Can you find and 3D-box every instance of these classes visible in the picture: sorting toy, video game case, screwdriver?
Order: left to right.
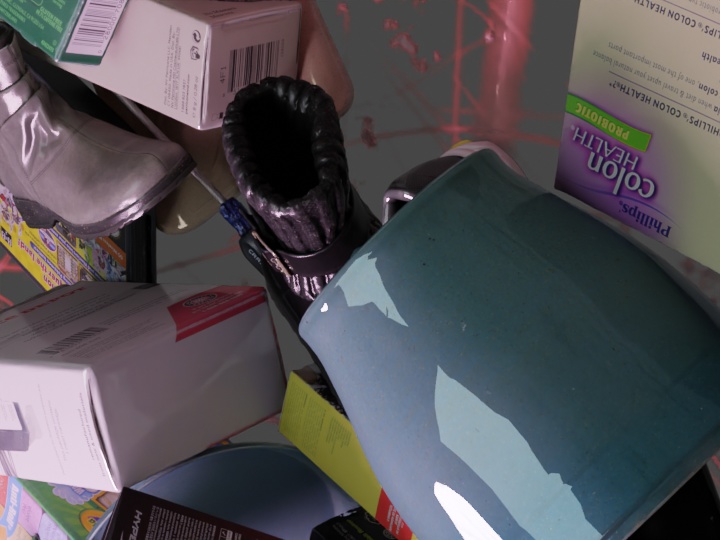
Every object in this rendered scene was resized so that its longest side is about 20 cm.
[{"bbox_3d":[-0.195,-0.050,1.674,0.200,0.025,0.181,42,141,40],"label":"video game case"},{"bbox_3d":[-0.095,-0.054,1.537,0.200,0.028,0.029,48,167,-6],"label":"screwdriver"},{"bbox_3d":[-0.095,-0.141,1.558,0.200,0.036,0.186,-32,78,45],"label":"sorting toy"}]

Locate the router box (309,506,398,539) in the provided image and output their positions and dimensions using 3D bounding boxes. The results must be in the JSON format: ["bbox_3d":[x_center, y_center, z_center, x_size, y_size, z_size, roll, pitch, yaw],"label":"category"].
[{"bbox_3d":[0.022,0.266,1.540,0.150,0.062,0.201,38,129,37],"label":"router box"}]

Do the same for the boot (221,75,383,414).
[{"bbox_3d":[-0.002,0.001,1.414,0.211,0.079,0.158,44,158,31],"label":"boot"}]

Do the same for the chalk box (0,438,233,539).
[{"bbox_3d":[-0.173,0.182,1.630,0.124,0.199,0.125,42,131,32],"label":"chalk box"}]

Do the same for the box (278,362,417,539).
[{"bbox_3d":[0.042,0.122,1.457,0.200,0.075,0.050,40,131,33],"label":"box"}]

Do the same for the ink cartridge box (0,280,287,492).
[{"bbox_3d":[-0.163,0.067,1.540,0.200,0.145,0.085,4,112,48],"label":"ink cartridge box"}]

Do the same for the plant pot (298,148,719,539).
[{"bbox_3d":[0.077,0.051,1.234,0.188,0.200,0.200,46,136,7],"label":"plant pot"}]

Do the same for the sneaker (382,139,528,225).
[{"bbox_3d":[0.082,0.017,1.362,0.200,0.084,0.075,50,137,25],"label":"sneaker"}]

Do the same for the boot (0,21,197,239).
[{"bbox_3d":[-0.190,-0.090,1.511,0.200,0.068,0.131,1,128,56],"label":"boot"}]

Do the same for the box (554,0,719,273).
[{"bbox_3d":[0.197,-0.106,1.175,0.176,0.096,0.201,30,124,40],"label":"box"}]

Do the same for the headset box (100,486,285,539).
[{"bbox_3d":[-0.072,0.228,1.461,0.199,0.075,0.149,19,130,-7],"label":"headset box"}]

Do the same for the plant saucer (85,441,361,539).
[{"bbox_3d":[-0.090,0.180,1.547,0.027,0.199,0.201,-123,38,-48],"label":"plant saucer"}]

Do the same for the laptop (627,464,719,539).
[{"bbox_3d":[0.140,0.221,1.345,0.187,0.116,0.201,-26,53,13],"label":"laptop"}]

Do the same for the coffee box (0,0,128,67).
[{"bbox_3d":[-0.161,-0.233,1.449,0.123,0.044,0.201,37,111,33],"label":"coffee box"}]

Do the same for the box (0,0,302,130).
[{"bbox_3d":[-0.131,-0.150,1.508,0.200,0.082,0.069,25,119,37],"label":"box"}]
